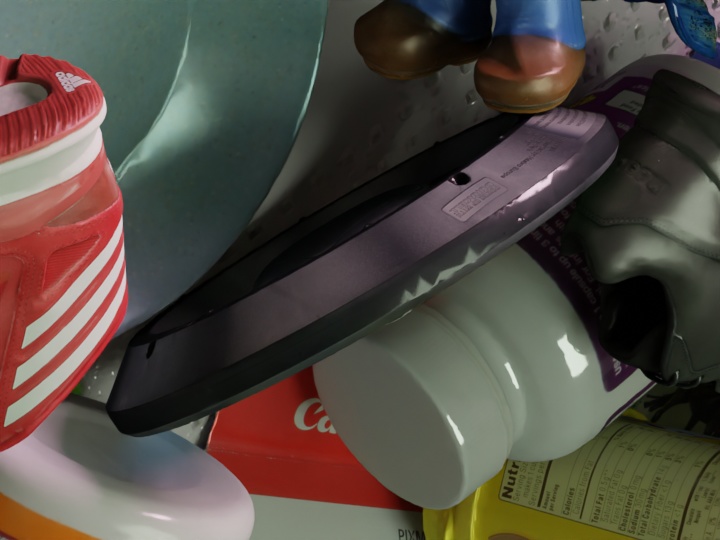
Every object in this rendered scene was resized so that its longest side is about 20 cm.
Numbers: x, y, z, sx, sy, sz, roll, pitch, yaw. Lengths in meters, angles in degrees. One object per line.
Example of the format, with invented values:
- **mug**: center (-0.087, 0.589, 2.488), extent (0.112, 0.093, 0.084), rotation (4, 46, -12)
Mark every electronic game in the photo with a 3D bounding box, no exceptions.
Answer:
- **electronic game**: center (0.000, 0.000, 0.835), extent (0.200, 0.200, 0.042), rotation (-34, 97, -29)

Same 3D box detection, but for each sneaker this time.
- **sneaker**: center (0.136, 0.013, 0.904), extent (0.091, 0.076, 0.200), rotation (-47, 129, -5)
- **sneaker**: center (-0.158, 0.021, 0.699), extent (0.200, 0.078, 0.116), rotation (-17, 124, -7)

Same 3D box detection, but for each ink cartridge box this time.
- **ink cartridge box**: center (-0.012, 0.116, 0.992), extent (0.161, 0.050, 0.200), rotation (13, 105, -51)

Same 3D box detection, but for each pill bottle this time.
- **pill bottle**: center (-0.121, 0.150, 0.838), extent (0.113, 0.113, 0.200), rotation (9, 107, -50)
- **pill bottle**: center (0.079, 0.006, 0.966), extent (0.200, 0.112, 0.112), rotation (-36, 136, -30)

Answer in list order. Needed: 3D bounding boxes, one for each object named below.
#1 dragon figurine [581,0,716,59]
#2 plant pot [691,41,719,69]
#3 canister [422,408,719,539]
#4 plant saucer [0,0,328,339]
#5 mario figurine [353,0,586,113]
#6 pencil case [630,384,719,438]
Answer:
- **dragon figurine**: center (0.123, -0.122, 0.945), extent (0.200, 0.099, 0.059), rotation (24, 95, -52)
- **plant pot**: center (0.251, -0.018, 1.084), extent (0.180, 0.200, 0.200), rotation (-25, 131, -27)
- **canister**: center (0.148, 0.111, 1.009), extent (0.148, 0.200, 0.087), rotation (16, 88, -54)
- **plant saucer**: center (-0.096, -0.068, 0.786), extent (0.201, 0.039, 0.201), rotation (-28, 133, -35)
- **mario figurine**: center (0.028, -0.151, 0.778), extent (0.106, 0.123, 0.200), rotation (-83, 174, -65)
- **pencil case**: center (0.209, 0.123, 1.117), extent (0.078, 0.200, 0.090), rotation (-17, 127, -43)
